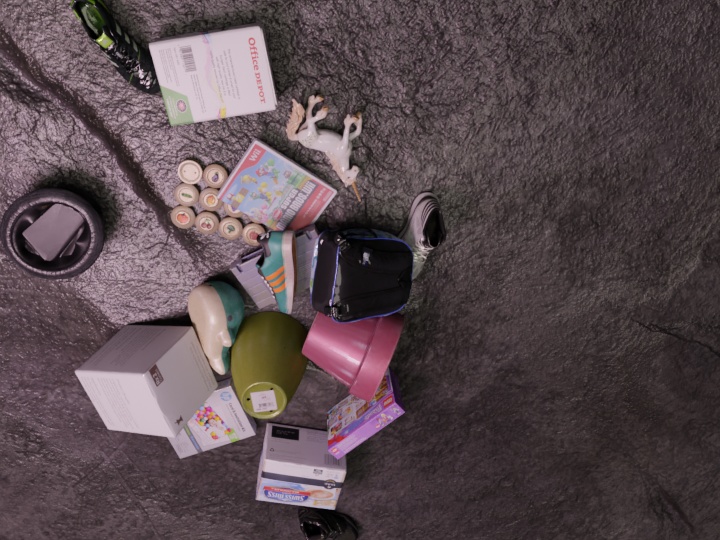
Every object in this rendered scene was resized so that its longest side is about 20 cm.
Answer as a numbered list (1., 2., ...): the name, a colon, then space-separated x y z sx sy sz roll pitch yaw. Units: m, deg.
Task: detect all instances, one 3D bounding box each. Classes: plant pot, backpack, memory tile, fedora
1. plant pot: -0.021 0.156 1.375 0.178 0.200 0.201 23 113 2
2. backpack: 0.000 0.000 1.295 0.199 0.147 0.185 -3 107 -33
3. memory tile: -0.279 -0.137 1.296 0.198 0.017 0.154 13 114 -10
4. fedora: -0.595 -0.082 1.255 0.199 0.092 0.202 -2 116 -4
5. plant pot: -0.200 0.220 1.374 0.185 0.200 0.189 -2 116 -4

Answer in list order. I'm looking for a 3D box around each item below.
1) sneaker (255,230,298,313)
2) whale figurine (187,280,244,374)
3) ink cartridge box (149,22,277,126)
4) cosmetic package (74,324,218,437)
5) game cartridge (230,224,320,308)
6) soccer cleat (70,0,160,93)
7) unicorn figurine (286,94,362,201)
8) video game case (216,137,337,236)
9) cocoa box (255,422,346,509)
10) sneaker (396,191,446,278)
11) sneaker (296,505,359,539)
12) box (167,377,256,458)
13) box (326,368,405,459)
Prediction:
1. sneaker: -0.171 0.002 1.297 0.079 0.072 0.201 4 126 2
2. whale figurine: -0.298 0.118 1.360 0.103 0.159 0.202 -19 118 -34
3. ink cartridge box: -0.259 -0.356 1.152 0.198 0.084 0.146 -9 117 0
4. cosmetic package: -0.444 0.227 1.339 0.198 0.165 0.166 -1 121 27
5. game cartridge: -0.157 -0.006 1.350 0.199 0.039 0.130 -24 130 7
6. soccer cleat: -0.431 -0.393 1.122 0.067 0.081 0.200 -33 114 12
7. unicorn figurine: -0.052 -0.250 1.236 0.199 0.074 0.138 28 121 -1
8. video game case: -0.165 -0.155 1.276 0.199 0.017 0.143 29 111 -28
9. cocoa box: -0.143 0.473 1.539 0.198 0.134 0.132 11 116 -9
10. sneaker: 0.120 -0.052 1.314 0.075 0.116 0.202 11 115 -10
11. sneaker: -0.084 0.681 1.658 0.076 0.114 0.199 -41 114 17
12. box: -0.368 0.353 1.515 0.198 0.041 0.157 -18 116 3
13. box: 0.008 0.330 1.480 0.200 0.137 0.039 -38 113 14
